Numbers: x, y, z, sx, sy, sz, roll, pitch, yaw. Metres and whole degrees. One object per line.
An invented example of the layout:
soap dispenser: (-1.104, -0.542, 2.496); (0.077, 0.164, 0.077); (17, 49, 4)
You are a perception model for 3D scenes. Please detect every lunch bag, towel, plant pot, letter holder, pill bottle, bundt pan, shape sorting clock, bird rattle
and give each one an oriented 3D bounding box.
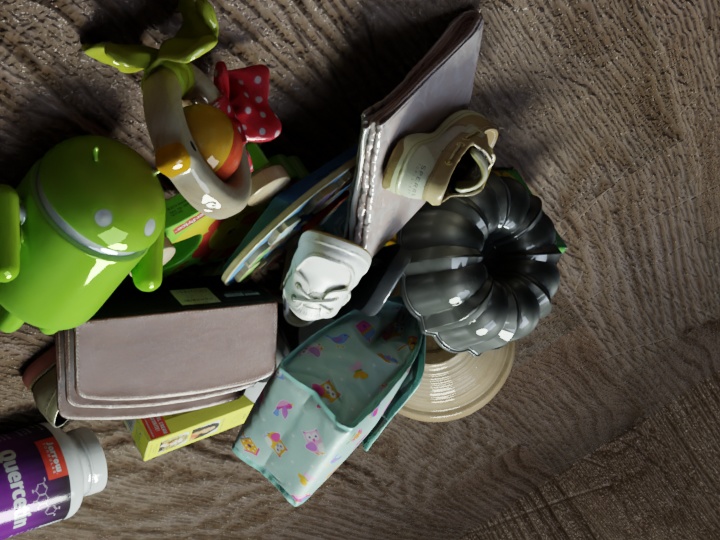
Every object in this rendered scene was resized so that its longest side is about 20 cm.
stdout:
lunch bag: (-0.020, 0.125, 1.464); (0.200, 0.122, 0.171); (-40, 168, -45)
towel: (0.050, -0.124, 1.325); (0.191, 0.032, 0.201); (-47, 159, -35)
plant pot: (0.089, 0.076, 1.695); (0.200, 0.202, 0.093); (-30, 161, -2)
letter holder: (-0.191, 0.091, 1.364); (0.199, 0.101, 0.143); (-5, 107, -23)
pill bottle: (-0.387, 0.236, 1.542); (0.199, 0.113, 0.113); (-15, 153, -36)
bundt pan: (0.136, -0.013, 1.462); (0.201, 0.203, 0.076); (-13, -178, -38)
shape sorting clock: (-0.055, -0.050, 1.350); (0.200, 0.039, 0.200); (-42, 174, -6)
bird rattle: (-0.131, -0.113, 1.096); (0.112, 0.164, 0.200); (-16, 151, 10)

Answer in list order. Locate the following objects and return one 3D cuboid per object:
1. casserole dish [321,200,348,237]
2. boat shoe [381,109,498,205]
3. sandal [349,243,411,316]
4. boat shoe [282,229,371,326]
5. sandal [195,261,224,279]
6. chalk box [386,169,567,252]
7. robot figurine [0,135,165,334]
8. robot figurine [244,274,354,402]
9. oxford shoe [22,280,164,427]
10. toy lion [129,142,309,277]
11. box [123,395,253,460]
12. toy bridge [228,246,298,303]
casserole dish: (0.035, -0.089, 1.500); (0.199, 0.039, 0.121); (-34, 158, 3)
boat shoe: (0.089, -0.099, 1.310); (0.200, 0.066, 0.074); (-32, 147, -56)
sandal: (0.000, 0.001, 1.424); (0.076, 0.043, 0.200); (-60, -165, -5)
boat shoe: (-0.038, 0.016, 1.328); (0.200, 0.070, 0.070); (120, -8, -74)
sandal: (-0.182, 0.071, 1.488); (0.201, 0.057, 0.080); (-54, -168, 41)
chalk box: (0.146, -0.035, 1.641); (0.199, 0.124, 0.125); (-5, 147, -47)
robot figurine: (-0.242, -0.031, 1.162); (0.175, 0.116, 0.200); (8, 136, -47)
robot figurine: (-0.058, 0.081, 1.619); (0.199, 0.151, 0.125); (-23, 170, -19)
oxford shoe: (-0.256, 0.087, 1.444); (0.200, 0.075, 0.070); (-38, 156, 13)
toy lion: (-0.137, -0.051, 1.333); (0.199, 0.069, 0.192); (-32, 166, -8)
box: (-0.186, 0.159, 1.691); (0.199, 0.076, 0.050); (-17, 152, -28)
toy bridge: (-0.071, 0.002, 1.529); (0.199, 0.027, 0.068); (-15, 130, -41)
